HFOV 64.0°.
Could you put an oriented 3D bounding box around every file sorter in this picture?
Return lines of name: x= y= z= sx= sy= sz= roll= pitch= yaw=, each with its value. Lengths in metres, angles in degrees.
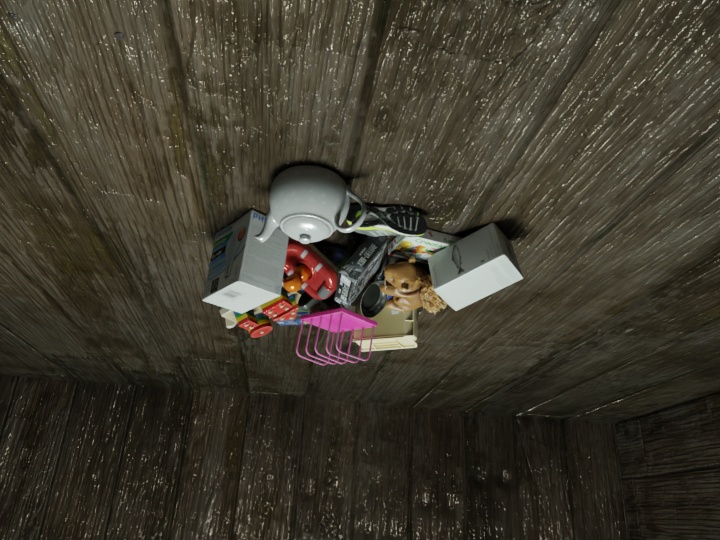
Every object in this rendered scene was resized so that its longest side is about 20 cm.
file sorter: x=-0.074 y=0.200 z=1.680 sx=0.138 sy=0.127 sz=0.199 roll=26 pitch=154 yaw=-36

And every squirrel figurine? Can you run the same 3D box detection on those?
squirrel figurine: x=0.150 y=0.034 z=1.551 sx=0.198 sy=0.143 sz=0.187 roll=18 pitch=163 yaw=15

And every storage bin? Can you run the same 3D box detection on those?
storage bin: x=0.083 y=0.133 z=1.778 sx=0.197 sy=0.202 sz=0.094 roll=-7 pitch=152 yaw=21

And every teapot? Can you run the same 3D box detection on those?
teapot: x=-0.113 y=-0.130 z=1.292 sx=0.196 sy=0.147 sz=0.200 roll=14 pitch=153 yaw=-22

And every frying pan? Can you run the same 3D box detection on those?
frying pan: x=0.037 y=0.047 z=1.636 sx=0.031 sy=0.114 sz=0.192 roll=26 pitch=130 yaw=41

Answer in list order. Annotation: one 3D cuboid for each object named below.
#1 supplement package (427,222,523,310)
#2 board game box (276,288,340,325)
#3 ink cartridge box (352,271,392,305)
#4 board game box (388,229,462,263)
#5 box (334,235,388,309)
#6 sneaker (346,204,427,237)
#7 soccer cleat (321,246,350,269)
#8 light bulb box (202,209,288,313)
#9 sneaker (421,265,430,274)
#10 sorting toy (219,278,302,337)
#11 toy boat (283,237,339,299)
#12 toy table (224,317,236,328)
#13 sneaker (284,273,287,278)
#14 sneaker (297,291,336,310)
supplement package: x=0.290 y=-0.007 z=1.470 sx=0.199 sy=0.118 sz=0.117 roll=-29 pitch=134 yaw=24
board game box: x=-0.161 y=0.101 z=1.816 sx=0.198 sy=0.137 sz=0.035 roll=-3 pitch=155 yaw=15
ink cartridge box: x=0.065 y=0.050 z=1.718 sx=0.198 sy=0.095 sz=0.044 roll=-5 pitch=-178 yaw=18
board game box: x=0.189 y=-0.060 z=1.539 sx=0.198 sy=0.035 sz=0.126 roll=12 pitch=153 yaw=-18
box: x=0.000 y=0.000 z=1.550 sx=0.050 sy=0.158 sz=0.200 roll=35 pitch=158 yaw=9
sneaker: x=0.064 y=-0.116 z=1.409 sx=0.198 sy=0.075 sz=0.081 roll=9 pitch=165 yaw=1
soccer cleat: x=-0.100 y=-0.008 z=1.652 sx=0.083 sy=0.065 sz=0.200 roll=21 pitch=149 yaw=-25
light bulb box: x=-0.294 y=-0.019 z=1.492 sx=0.124 sy=0.202 sz=0.197 roll=23 pitch=149 yaw=-35
sneaker: x=0.256 y=0.040 z=1.702 sx=0.198 sy=0.076 sz=0.116 roll=0 pitch=154 yaw=2
sorting toy: x=-0.267 y=0.118 z=1.657 sx=0.199 sy=0.070 sz=0.199 roll=-28 pitch=160 yaw=4
toy boat: x=-0.162 y=0.009 z=1.551 sx=0.200 sy=0.131 sz=0.131 roll=42 pitch=136 yaw=1
toy table: x=-0.367 y=0.076 z=1.768 sx=0.116 sy=0.185 sz=0.201 roll=-9 pitch=149 yaw=-13
sneaker: x=-0.225 y=0.020 z=1.659 sx=0.070 sy=0.074 sz=0.199 roll=-1 pitch=-177 yaw=28
sneaker: x=-0.104 y=0.072 z=1.714 sx=0.060 sy=0.200 sz=0.105 roll=1 pitch=132 yaw=36
